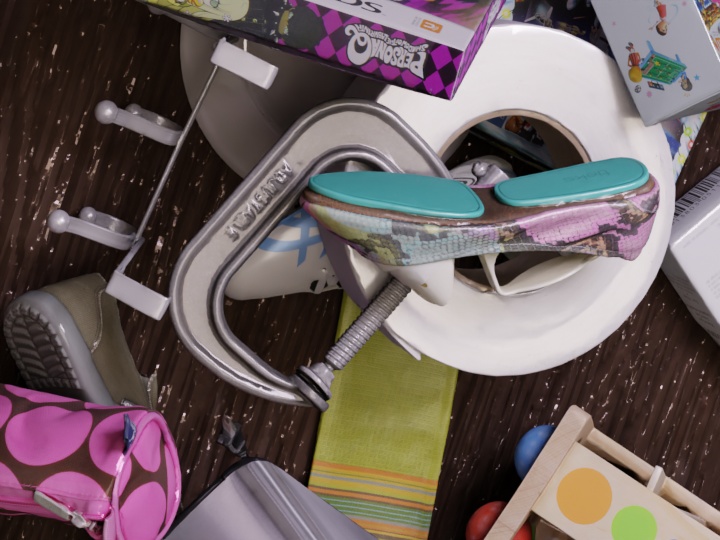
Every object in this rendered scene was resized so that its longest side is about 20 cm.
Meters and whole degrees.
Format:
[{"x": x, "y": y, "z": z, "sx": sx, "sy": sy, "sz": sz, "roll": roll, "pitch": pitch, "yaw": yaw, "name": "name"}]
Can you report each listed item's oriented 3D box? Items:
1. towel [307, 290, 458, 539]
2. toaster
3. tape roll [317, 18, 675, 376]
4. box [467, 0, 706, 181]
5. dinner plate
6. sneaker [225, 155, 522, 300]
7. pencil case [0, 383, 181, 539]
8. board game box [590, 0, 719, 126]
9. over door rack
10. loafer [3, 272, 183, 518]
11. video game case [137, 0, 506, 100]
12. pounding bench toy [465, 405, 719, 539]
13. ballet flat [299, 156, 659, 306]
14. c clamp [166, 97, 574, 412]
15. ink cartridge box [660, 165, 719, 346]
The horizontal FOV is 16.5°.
[{"x": 0.015, "y": 0.098, "z": 1.532, "sx": 0.086, "sy": 0.018, "sz": 0.201, "roll": 8, "pitch": 97, "yaw": -20, "name": "towel"}, {"x": -0.058, "y": 0.219, "z": 1.435, "sx": 0.181, "sy": 0.119, "sz": 0.200, "roll": -47, "pitch": 135, "yaw": 2, "name": "toaster"}, {"x": 0.076, "y": -0.043, "z": 1.425, "sx": 0.201, "sy": 0.071, "sz": 0.204, "roll": -3, "pitch": 100, "yaw": -14, "name": "tape roll"}, {"x": 0.125, "y": -0.131, "z": 1.502, "sx": 0.199, "sy": 0.040, "sz": 0.138, "roll": 25, "pitch": 87, "yaw": -27, "name": "box"}, {"x": -0.009, "y": -0.135, "z": 1.482, "sx": 0.199, "sy": 0.024, "sz": 0.202, "roll": -3, "pitch": 99, "yaw": -18, "name": "dinner plate"}, {"x": 0.011, "y": -0.014, "z": 1.478, "sx": 0.199, "sy": 0.072, "sz": 0.073, "roll": -16, "pitch": 72, "yaw": -16, "name": "sneaker"}, {"x": -0.203, "y": 0.105, "z": 1.375, "sx": 0.199, "sy": 0.094, "sz": 0.091, "roll": 6, "pitch": 129, "yaw": 21, "name": "pencil case"}, {"x": 0.177, "y": -0.191, "z": 1.434, "sx": 0.064, "sy": 0.147, "sz": 0.201, "roll": -25, "pitch": 86, "yaw": 31, "name": "board game box"}, {"x": -0.113, "y": -0.072, "z": 1.360, "sx": 0.066, "sy": 0.200, "sz": 0.148, "roll": 23, "pitch": 97, "yaw": -14, "name": "over door rack"}, {"x": -0.139, "y": 0.088, "z": 1.448, "sx": 0.070, "sy": 0.075, "sz": 0.201, "roll": -41, "pitch": 125, "yaw": -37, "name": "loafer"}, {"x": -0.011, "y": -0.168, "z": 1.355, "sx": 0.180, "sy": 0.200, "sz": 0.036, "roll": 19, "pitch": 119, "yaw": 6, "name": "video game case"}, {"x": 0.152, "y": 0.179, "z": 1.542, "sx": 0.156, "sy": 0.200, "sz": 0.125, "roll": 33, "pitch": 85, "yaw": 11, "name": "pounding bench toy"}, {"x": 0.066, "y": -0.019, "z": 1.338, "sx": 0.199, "sy": 0.069, "sz": 0.072, "roll": -4, "pitch": 114, "yaw": -13, "name": "ballet flat"}, {"x": 0.000, "y": 0.000, "z": 1.362, "sx": 0.200, "sy": 0.027, "sz": 0.171, "roll": -43, "pitch": 106, "yaw": -5, "name": "c clamp"}, {"x": 0.295, "y": 0.004, "z": 1.597, "sx": 0.160, "sy": 0.047, "sz": 0.200, "roll": -39, "pitch": 114, "yaw": -8, "name": "ink cartridge box"}]
